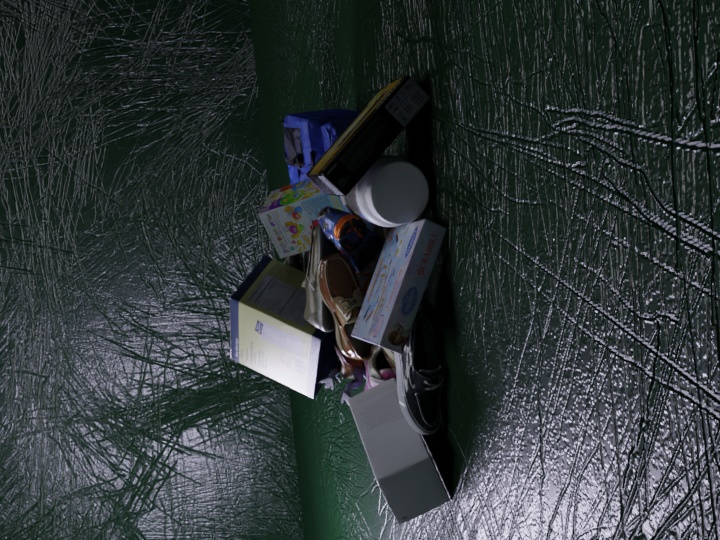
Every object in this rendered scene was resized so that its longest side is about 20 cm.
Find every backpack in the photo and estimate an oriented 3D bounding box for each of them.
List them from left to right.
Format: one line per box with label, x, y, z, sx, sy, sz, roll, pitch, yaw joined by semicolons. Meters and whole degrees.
backpack;-0.063;-0.215;1.540;0.167;0.161;0.202;26;122;52

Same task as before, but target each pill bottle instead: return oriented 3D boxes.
pill bottle;0.038;-0.130;1.238;0.200;0.112;0.115;-147;51;-75

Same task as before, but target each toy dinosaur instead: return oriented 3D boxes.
toy dinosaur;0.000;0.200;1.540;0.182;0.104;0.201;-47;-17;-51

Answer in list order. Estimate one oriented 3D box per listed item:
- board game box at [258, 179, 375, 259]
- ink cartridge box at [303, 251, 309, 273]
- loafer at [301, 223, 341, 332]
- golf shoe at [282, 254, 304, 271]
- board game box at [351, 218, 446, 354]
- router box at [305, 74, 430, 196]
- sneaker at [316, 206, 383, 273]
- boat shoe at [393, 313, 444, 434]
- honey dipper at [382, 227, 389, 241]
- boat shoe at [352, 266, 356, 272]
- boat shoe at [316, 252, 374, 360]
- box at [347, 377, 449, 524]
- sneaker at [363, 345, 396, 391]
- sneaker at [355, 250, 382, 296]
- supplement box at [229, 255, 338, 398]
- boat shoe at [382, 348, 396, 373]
board game box;-0.074;-0.115;1.443;0.103;0.198;0.106;-73;-36;-57
ink cartridge box;-0.047;-0.004;1.605;0.083;0.144;0.202;-123;30;-68
loafer;-0.079;0.010;1.378;0.069;0.075;0.203;4;93;32
golf shoe;-0.159;0.023;1.598;0.200;0.087;0.078;107;159;-66
board game box;0.056;0.024;1.207;0.199;0.041;0.202;-179;110;-78
router box;0.007;-0.207;1.191;0.052;0.200;0.157;42;175;-14
sneaker;-0.018;-0.061;1.339;0.078;0.075;0.200;38;172;25
boat shoe;0.102;0.167;1.216;0.068;0.071;0.202;-7;92;56
honey dipper;0.053;-0.050;1.400;0.038;0.038;0.202;158;101;-77
boat shoe;0.000;0.000;1.493;0.200;0.062;0.073;44;-143;-52
boat shoe;-0.016;0.067;1.328;0.074;0.075;0.202;23;135;62
box;0.063;0.307;1.307;0.201;0.097;0.125;-115;1;-55
sneaker;0.045;0.218;1.458;0.088;0.080;0.202;135;127;-76
sneaker;0.011;0.057;1.467;0.077;0.078;0.202;-100;29;-84
supplement box;-0.143;0.113;1.519;0.135;0.198;0.201;-55;-17;-41
boat shoe;0.064;0.132;1.356;0.203;0.074;0.075;-114;13;-55
